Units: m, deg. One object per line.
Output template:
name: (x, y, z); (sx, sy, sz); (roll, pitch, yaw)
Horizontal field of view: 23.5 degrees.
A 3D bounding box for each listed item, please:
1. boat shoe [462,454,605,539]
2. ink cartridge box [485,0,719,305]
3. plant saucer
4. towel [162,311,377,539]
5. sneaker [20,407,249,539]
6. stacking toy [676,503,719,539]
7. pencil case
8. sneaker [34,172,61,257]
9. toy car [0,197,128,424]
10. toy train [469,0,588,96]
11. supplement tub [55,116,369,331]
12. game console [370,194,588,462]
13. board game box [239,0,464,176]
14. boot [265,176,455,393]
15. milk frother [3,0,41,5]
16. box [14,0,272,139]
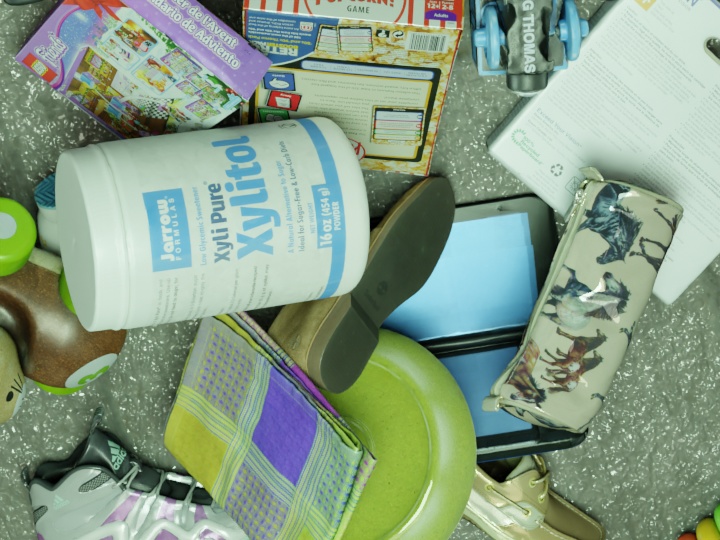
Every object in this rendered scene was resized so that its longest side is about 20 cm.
boat shoe: (0.120, 0.177, 1.411); (0.199, 0.074, 0.067); (27, 112, -10)
ink cartridge box: (0.232, -0.108, 1.333); (0.196, 0.043, 0.200); (39, 102, -12)
plant saucer: (-0.011, 0.139, 1.312); (0.198, 0.031, 0.202); (-3, 78, 17)
towel: (-0.076, 0.131, 1.287); (0.023, 0.200, 0.144); (-4, 127, -44)
sneaker: (-0.180, 0.171, 1.402); (0.198, 0.078, 0.141); (-14, 109, 3)
stacking toy: (0.312, 0.224, 1.429); (0.199, 0.085, 0.086); (-36, 106, 14)
pencil case: (0.163, 0.027, 1.287); (0.089, 0.078, 0.201); (25, 87, -11)
sneaker: (-0.149, -0.034, 1.343); (0.198, 0.077, 0.081); (1, 125, 0)
toy car: (-0.270, 0.080, 1.277); (0.157, 0.201, 0.164); (24, 146, -9)
toy train: (0.114, -0.231, 1.252); (0.086, 0.114, 0.202); (-5, 109, -3)
supplement tub: (-0.105, -0.034, 1.221); (0.198, 0.132, 0.133); (-9, 110, -20)
game console: (0.067, 0.052, 1.350); (0.198, 0.172, 0.119); (-9, 135, 3)
board game box: (-0.012, -0.142, 1.250); (0.150, 0.047, 0.200); (6, 153, -3)
boot: (0.000, 0.000, 1.319); (0.200, 0.075, 0.074); (-53, 135, -24)
milk frother: (-0.289, -0.276, 1.192); (0.198, 0.188, 0.182); (6, 108, -3)
box: (-0.160, -0.151, 1.238); (0.137, 0.200, 0.039); (37, 67, -15)
